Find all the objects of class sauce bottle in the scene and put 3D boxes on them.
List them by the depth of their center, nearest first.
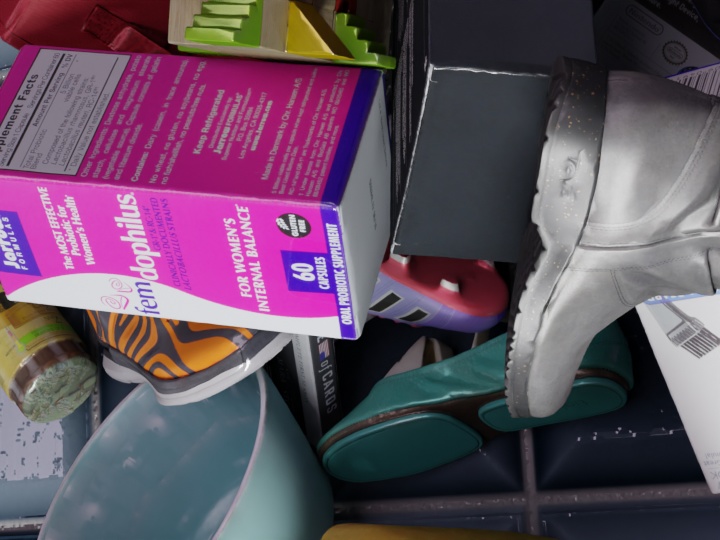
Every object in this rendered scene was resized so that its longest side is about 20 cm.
[{"bbox_3d":[-0.263,0.020,1.015,0.200,0.065,0.065,46,108,27],"label":"sauce bottle"}]

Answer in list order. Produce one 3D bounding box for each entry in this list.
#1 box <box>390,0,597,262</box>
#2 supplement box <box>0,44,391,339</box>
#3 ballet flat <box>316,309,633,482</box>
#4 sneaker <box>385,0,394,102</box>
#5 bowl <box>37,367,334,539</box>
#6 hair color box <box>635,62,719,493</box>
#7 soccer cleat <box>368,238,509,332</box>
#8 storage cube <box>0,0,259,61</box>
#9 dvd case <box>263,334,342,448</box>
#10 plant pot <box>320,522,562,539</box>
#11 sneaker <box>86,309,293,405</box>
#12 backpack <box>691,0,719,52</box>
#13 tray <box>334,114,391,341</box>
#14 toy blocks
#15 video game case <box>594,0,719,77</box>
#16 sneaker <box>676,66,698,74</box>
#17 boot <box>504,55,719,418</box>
[{"bbox_3d":[0.059,-0.126,0.690,0.078,0.142,0.201,3,57,-2],"label":"box"},{"bbox_3d":[-0.090,-0.043,0.739,0.198,0.102,0.104,6,50,13],"label":"supplement box"},{"bbox_3d":[0.063,0.065,0.808,0.199,0.067,0.071,-21,49,29],"label":"ballet flat"},{"bbox_3d":[0.014,-0.178,0.856,0.200,0.071,0.083,-48,59,18],"label":"sneaker"},{"bbox_3d":[-0.092,0.155,0.838,0.200,0.105,0.202,-34,32,25],"label":"bowl"},{"bbox_3d":[0.188,0.004,0.662,0.109,0.065,0.201,-12,118,31],"label":"hair color box"},{"bbox_3d":[0.000,0.000,0.831,0.199,0.067,0.077,24,124,29],"label":"soccer cleat"},{"bbox_3d":[-0.112,-0.201,0.847,0.180,0.170,0.200,-54,36,11],"label":"storage cube"},{"bbox_3d":[-0.093,0.010,0.873,0.199,0.025,0.151,29,141,35],"label":"dvd case"},{"bbox_3d":[0.061,0.223,0.713,0.199,0.193,0.197,29,100,41],"label":"plant pot"},{"bbox_3d":[-0.121,0.009,0.812,0.199,0.077,0.113,-2,120,53],"label":"sneaker"},{"bbox_3d":[0.219,-0.232,0.668,0.199,0.147,0.184,-28,64,7],"label":"backpack"},{"bbox_3d":[-0.009,-0.024,0.882,0.199,0.022,0.108,-33,67,25],"label":"tray"},{"bbox_3d":[-0.032,-0.174,0.710,0.099,0.200,0.138,7,95,23],"label":"toy blocks"},{"bbox_3d":[0.214,-0.106,0.747,0.200,0.023,0.182,43,108,30],"label":"video game case"},{"bbox_3d":[0.111,-0.062,0.763,0.198,0.075,0.079,-3,78,29],"label":"sneaker"},{"bbox_3d":[0.133,0.003,0.605,0.130,0.201,0.070,8,49,4],"label":"boot"}]
